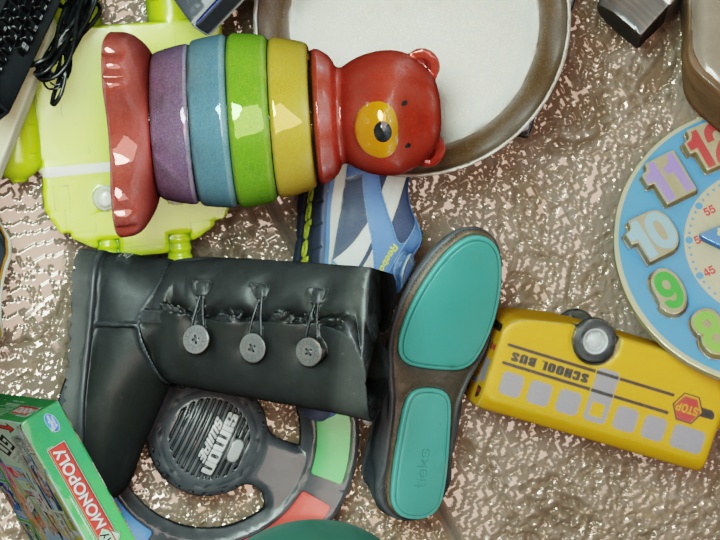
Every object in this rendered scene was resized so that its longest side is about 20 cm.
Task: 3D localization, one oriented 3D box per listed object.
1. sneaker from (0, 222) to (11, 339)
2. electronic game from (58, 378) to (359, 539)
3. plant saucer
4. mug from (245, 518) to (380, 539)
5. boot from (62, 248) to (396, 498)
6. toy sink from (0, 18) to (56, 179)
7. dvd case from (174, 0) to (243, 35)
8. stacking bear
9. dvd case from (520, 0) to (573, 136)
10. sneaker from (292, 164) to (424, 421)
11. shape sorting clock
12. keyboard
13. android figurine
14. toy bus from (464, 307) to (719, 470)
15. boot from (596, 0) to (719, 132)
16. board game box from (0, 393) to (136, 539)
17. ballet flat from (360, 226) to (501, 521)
[{"bbox_3d":[-0.273,-0.038,1.609,0.078,0.079,0.201,-19,72,27],"label":"sneaker"},{"bbox_3d":[-0.099,0.107,1.659,0.199,0.042,0.201,-1,94,-9],"label":"electronic game"},{"bbox_3d":[0.033,-0.158,1.608,0.199,0.032,0.201,0,88,5],"label":"plant saucer"},{"bbox_3d":[-0.039,0.251,1.625,0.184,0.114,0.153,-9,110,-12],"label":"mug"},{"bbox_3d":[-0.080,0.071,1.575,0.199,0.066,0.166,4,101,13],"label":"boot"},{"bbox_3d":[-0.302,-0.140,1.532,0.199,0.112,0.131,18,78,9],"label":"toy sink"},{"bbox_3d":[-0.064,-0.263,1.570,0.200,0.150,0.025,-44,144,13],"label":"dvd case"},{"bbox_3d":[-0.049,-0.092,1.544,0.199,0.114,0.122,-3,103,1],"label":"stacking bear"},{"bbox_3d":[0.071,-0.205,1.658,0.150,0.025,0.201,19,91,-9],"label":"dvd case"},{"bbox_3d":[0.000,0.000,1.634,0.082,0.074,0.201,13,78,-20],"label":"sneaker"},{"bbox_3d":[0.265,-0.018,1.668,0.199,0.039,0.201,-1,63,2],"label":"shape sorting clock"},{"bbox_3d":[-0.187,-0.182,1.537,0.104,0.040,0.200,49,45,-36],"label":"keyboard"},{"bbox_3d":[-0.145,-0.095,1.629,0.181,0.041,0.201,-3,94,-8],"label":"android figurine"},{"bbox_3d":[0.176,0.077,1.684,0.199,0.065,0.079,17,93,-9],"label":"toy bus"},{"bbox_3d":[0.257,-0.173,1.664,0.200,0.070,0.146,44,79,-1],"label":"boot"},{"bbox_3d":[-0.186,0.141,1.568,0.029,0.200,0.135,-30,98,-17],"label":"board game box"},{"bbox_3d":[0.040,0.062,1.659,0.073,0.073,0.201,11,101,-9],"label":"ballet flat"}]
